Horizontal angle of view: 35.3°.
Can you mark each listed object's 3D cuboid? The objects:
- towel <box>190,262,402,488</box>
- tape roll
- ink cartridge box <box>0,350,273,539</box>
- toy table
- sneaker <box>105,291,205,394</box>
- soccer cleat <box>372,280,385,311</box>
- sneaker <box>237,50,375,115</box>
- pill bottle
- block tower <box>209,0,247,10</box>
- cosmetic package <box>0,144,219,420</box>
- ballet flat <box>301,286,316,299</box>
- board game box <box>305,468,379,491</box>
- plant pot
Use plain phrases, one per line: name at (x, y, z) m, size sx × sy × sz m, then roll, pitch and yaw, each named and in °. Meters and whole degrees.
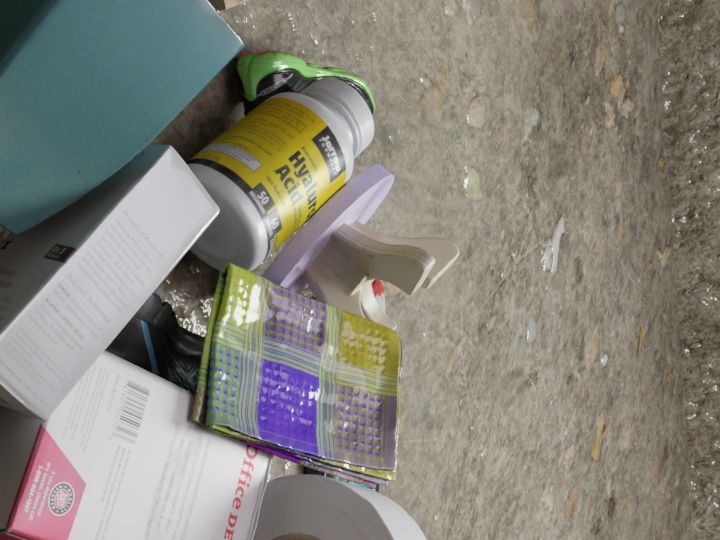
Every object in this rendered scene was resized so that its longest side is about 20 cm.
towel at (-0.042, 0.087, 0.930) m, size 0.200 × 0.023 × 0.144 m, roll 25°, pitch 60°, yaw -34°
tape roll at (-0.038, 0.268, 0.910) m, size 0.071 × 0.202 × 0.203 m, roll 30°, pitch 63°, yaw -58°
ink cartridge box at (-0.176, 0.159, 0.854) m, size 0.200 × 0.083 × 0.147 m, roll 33°, pitch 58°, yaw -36°
toy table at (0.000, 0.000, 1.081) m, size 0.200 × 0.117 × 0.184 m, roll -47°, pitch 171°, yaw -19°
sneaker at (-0.168, 0.082, 0.968) m, size 0.200 × 0.073 × 0.082 m, roll 44°, pitch 67°, yaw -46°
soccer cleat at (0.000, 0.078, 1.234) m, size 0.085 × 0.069 × 0.200 m, roll 52°, pitch 25°, yaw -23°
sneaker at (-0.060, -0.173, 1.176) m, size 0.200 × 0.077 × 0.084 m, roll 3°, pitch 93°, yaw -53°
pill bottle at (-0.076, -0.095, 1.043) m, size 0.200 × 0.111 × 0.111 m, roll -46°, pitch 130°, yaw -36°
block tower at (-0.139, -0.344, 1.039) m, size 0.058 × 0.054 × 0.200 m, roll -44°, pitch 127°, yaw -56°
cosmetic package at (-0.202, 0.001, 0.793) m, size 0.200 × 0.102 × 0.074 m, roll -56°, pitch 130°, yaw -25°
ballet flat at (-0.062, 0.063, 1.144) m, size 0.200 × 0.075 × 0.068 m, roll -46°, pitch 154°, yaw -54°
board game box at (-0.017, 0.202, 1.275) m, size 0.135 × 0.028 × 0.200 m, roll 17°, pitch 73°, yaw -61°
plant pot at (-0.213, -0.136, 0.752) m, size 0.200 × 0.141 × 0.141 m, roll -53°, pitch 143°, yaw -5°
